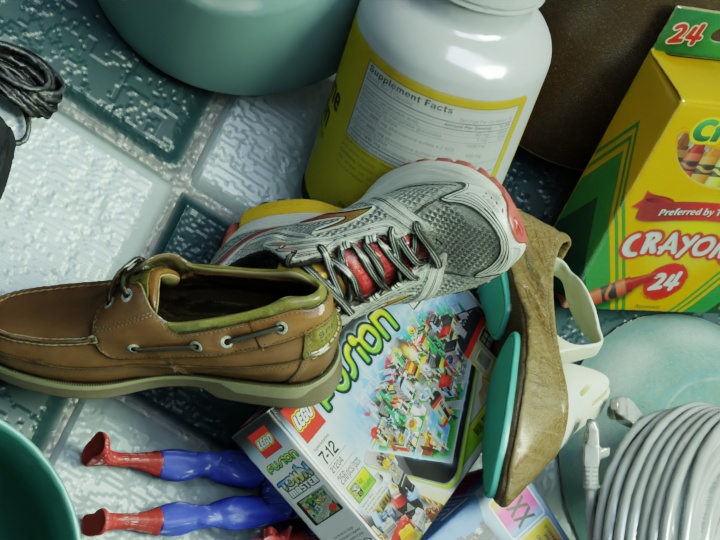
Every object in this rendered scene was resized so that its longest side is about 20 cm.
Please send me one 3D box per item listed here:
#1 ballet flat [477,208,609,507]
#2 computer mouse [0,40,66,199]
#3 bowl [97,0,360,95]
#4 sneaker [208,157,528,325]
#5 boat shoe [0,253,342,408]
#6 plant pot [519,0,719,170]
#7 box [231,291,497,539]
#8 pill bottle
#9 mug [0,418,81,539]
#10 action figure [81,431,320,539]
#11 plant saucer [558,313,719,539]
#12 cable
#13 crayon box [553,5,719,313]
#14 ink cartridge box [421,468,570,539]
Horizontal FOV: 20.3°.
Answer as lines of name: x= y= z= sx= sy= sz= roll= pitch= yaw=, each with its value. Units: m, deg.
ballet flat: x=0.104 y=0.048 z=1.148 sx=0.072 sy=0.068 sz=0.201 roll=9 pitch=47 yaw=-10
computer mouse: x=-0.237 y=-0.054 z=1.061 sx=0.138 sy=0.053 sz=0.202 roll=23 pitch=65 yaw=-21
bowl: x=-0.062 y=-0.206 z=1.124 sx=0.198 sy=0.105 sz=0.203 roll=0 pitch=85 yaw=-3
sneaker: x=0.000 y=0.000 z=1.085 sx=0.078 sy=0.198 sz=0.082 roll=63 pitch=33 yaw=-20
boat shoe: x=-0.107 y=0.021 z=1.050 sx=0.198 sy=0.068 sz=0.072 roll=1 pitch=41 yaw=6
plant pot: x=0.172 y=-0.187 z=1.218 sx=0.185 sy=0.200 sz=0.189 roll=10 pitch=64 yaw=-21
box: x=0.019 y=0.075 z=1.129 sx=0.110 sy=0.035 sz=0.200 roll=49 pitch=39 yaw=-6
pill bottle: x=0.042 y=-0.102 z=1.125 sx=0.111 sy=0.201 sz=0.113 roll=13 pitch=37 yaw=-10
mug: x=-0.230 y=0.160 z=0.965 sx=0.152 sy=0.114 sz=0.186 roll=41 pitch=61 yaw=-12
action figure: x=-0.053 y=0.123 z=1.111 sx=0.198 sy=0.052 sz=0.066 roll=5 pitch=69 yaw=-29
plant saucer: x=0.217 y=0.121 z=1.256 sx=0.199 sy=0.039 sz=0.203 roll=8 pitch=72 yaw=-25
cable: x=0.203 y=0.175 z=1.142 sx=0.199 sy=0.069 sz=0.202 roll=13 pitch=74 yaw=-50
crayon box: x=0.204 y=-0.061 z=1.212 sx=0.126 sy=0.201 sz=0.051 roll=2 pitch=43 yaw=-27
ink cartridge box: x=0.042 y=0.220 z=1.115 sx=0.199 sy=0.076 sz=0.137 roll=-37 pitch=93 yaw=-29
